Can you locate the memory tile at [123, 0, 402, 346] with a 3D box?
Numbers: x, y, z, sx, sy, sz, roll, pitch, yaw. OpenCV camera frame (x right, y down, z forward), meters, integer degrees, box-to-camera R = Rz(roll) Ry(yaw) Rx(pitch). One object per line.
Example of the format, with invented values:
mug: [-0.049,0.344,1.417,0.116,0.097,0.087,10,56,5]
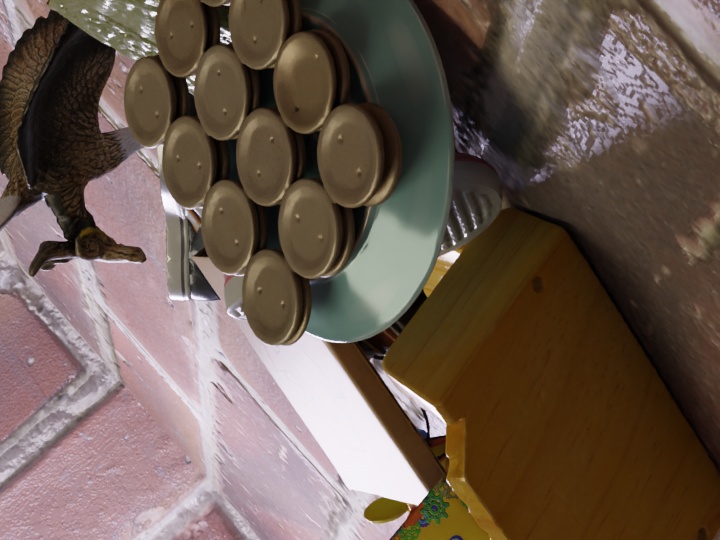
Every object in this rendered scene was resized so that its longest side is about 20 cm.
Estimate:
memory tile: [-0.055,-0.075,1.037,0.200,0.017,0.154,57,135,32]

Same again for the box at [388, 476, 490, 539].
box: [0.076,0.232,1.262,0.122,0.193,0.200,45,-163,22]

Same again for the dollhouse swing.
dollhouse swing: [0.073,0.087,1.116,0.175,0.182,0.200,-2,131,48]

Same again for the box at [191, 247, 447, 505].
box: [-0.027,0.066,1.333,0.200,0.021,0.163,55,162,-12]

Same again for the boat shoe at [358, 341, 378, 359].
boat shoe: [-0.013,0.041,1.425,0.067,0.074,0.200,36,177,13]

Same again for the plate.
plate: [-0.024,-0.063,1.032,0.200,0.025,0.201,9,102,52]

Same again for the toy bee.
toy bee: [0.053,0.151,1.426,0.131,0.109,0.200,-28,126,33]

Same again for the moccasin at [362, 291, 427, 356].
moccasin: [0.001,-0.001,1.303,0.201,0.074,0.078,41,156,-6]

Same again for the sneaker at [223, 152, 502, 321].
sneaker: [-0.007,-0.049,1.106,0.075,0.105,0.200,15,152,-38]

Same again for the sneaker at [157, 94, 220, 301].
sneaker: [-0.106,-0.061,1.487,0.201,0.079,0.079,89,-177,-45]

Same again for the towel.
towel: [-0.092,-0.140,1.161,0.199,0.037,0.148,29,165,-4]

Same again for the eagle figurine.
eagle figurine: [-0.207,-0.104,1.450,0.151,0.151,0.201,-24,-75,-63]
